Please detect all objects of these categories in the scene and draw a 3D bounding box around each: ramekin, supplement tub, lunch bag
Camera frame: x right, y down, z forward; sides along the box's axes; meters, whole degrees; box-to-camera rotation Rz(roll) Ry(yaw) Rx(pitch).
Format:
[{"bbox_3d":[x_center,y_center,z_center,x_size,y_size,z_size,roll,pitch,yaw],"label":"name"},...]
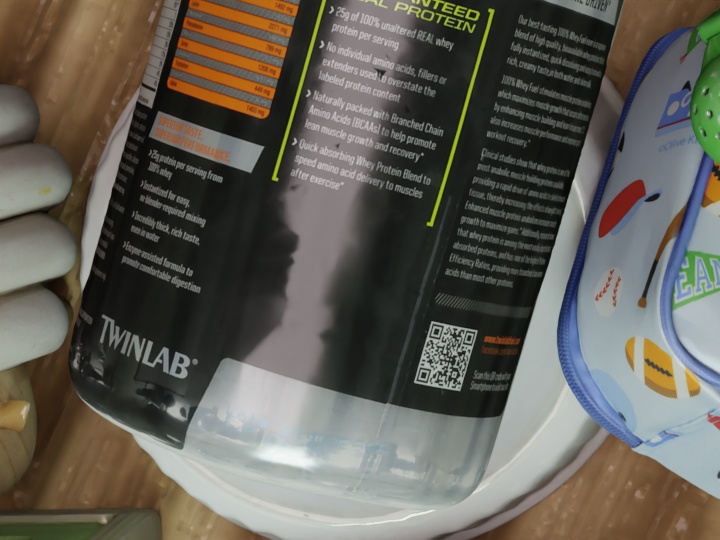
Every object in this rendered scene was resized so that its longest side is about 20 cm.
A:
[{"bbox_3d":[0.000,0.000,0.817,0.202,0.094,0.203,0,94,6],"label":"ramekin"},{"bbox_3d":[0.001,-0.045,0.698,0.122,0.123,0.200,17,95,4],"label":"supplement tub"},{"bbox_3d":[0.166,0.008,0.770,0.200,0.076,0.160,28,60,-17],"label":"lunch bag"}]

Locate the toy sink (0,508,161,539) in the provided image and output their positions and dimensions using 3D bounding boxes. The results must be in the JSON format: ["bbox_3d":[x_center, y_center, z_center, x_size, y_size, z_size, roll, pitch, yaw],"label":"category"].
[{"bbox_3d":[-0.141,0.137,0.787,0.130,0.200,0.112,-1,94,7],"label":"toy sink"}]

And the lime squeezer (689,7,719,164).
[{"bbox_3d":[0.129,-0.060,0.711,0.071,0.038,0.200,16,62,-11],"label":"lime squeezer"}]

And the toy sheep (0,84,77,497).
[{"bbox_3d":[-0.154,-0.019,0.810,0.138,0.138,0.200,-23,91,7],"label":"toy sheep"}]
